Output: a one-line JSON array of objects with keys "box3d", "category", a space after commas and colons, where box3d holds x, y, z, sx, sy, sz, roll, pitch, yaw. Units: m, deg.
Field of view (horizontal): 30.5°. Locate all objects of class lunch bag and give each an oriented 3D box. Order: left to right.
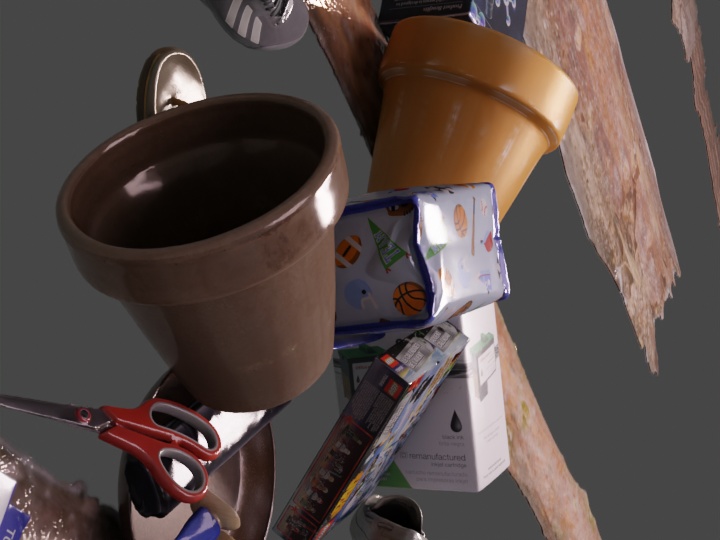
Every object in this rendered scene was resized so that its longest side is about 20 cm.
[{"box3d": [0.000, 0.000, 1.090, 0.170, 0.198, 0.125, -10, 92, -63], "category": "lunch bag"}]

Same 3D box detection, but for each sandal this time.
[{"box3d": [-0.122, -0.071, 1.012, 0.080, 0.054, 0.202, -26, 112, -61], "category": "sandal"}]

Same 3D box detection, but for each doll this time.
[{"box3d": [-0.157, 0.243, 0.887, 0.200, 0.048, 0.137, -45, 154, -36], "category": "doll"}]

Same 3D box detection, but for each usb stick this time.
[{"box3d": [-0.109, 0.117, 0.986, 0.200, 0.032, 0.056, -39, 114, -57], "category": "usb stick"}]

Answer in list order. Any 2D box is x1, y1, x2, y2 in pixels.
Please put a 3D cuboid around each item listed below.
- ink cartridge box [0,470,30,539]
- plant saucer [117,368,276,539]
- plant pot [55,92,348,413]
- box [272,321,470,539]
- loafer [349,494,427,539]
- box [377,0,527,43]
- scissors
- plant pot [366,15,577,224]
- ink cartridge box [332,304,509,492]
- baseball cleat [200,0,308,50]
[{"box3d": [-0.263, 0.190, 0.736, 0.200, 0.040, 0.201, 52, 44, -49], "category": "ink cartridge box"}, {"box3d": [-0.128, 0.162, 1.015, 0.200, 0.032, 0.202, 10, 79, -63], "category": "plant saucer"}, {"box3d": [-0.089, -0.001, 0.922, 0.201, 0.199, 0.176, -60, 143, -46], "category": "plant pot"}, {"box3d": [0.010, 0.142, 1.155, 0.201, 0.040, 0.137, -60, 165, 25], "category": "box"}, {"box3d": [0.032, 0.238, 1.206, 0.200, 0.069, 0.070, -128, -118, -81], "category": "loafer"}, {"box3d": [0.108, -0.314, 1.423, 0.148, 0.106, 0.202, 43, 52, -55], "category": "box"}, {"box3d": [-0.176, 0.096, 0.880, 0.199, 0.014, 0.074, 30, 41, -28], "category": "scissors"}, {"box3d": [0.092, -0.123, 1.316, 0.200, 0.199, 0.185, 36, 73, -57], "category": "plant pot"}, {"box3d": [0.053, 0.097, 1.250, 0.084, 0.145, 0.202, -24, 109, -60], "category": "ink cartridge box"}, {"box3d": [-0.081, -0.222, 1.047, 0.200, 0.106, 0.070, 20, 84, -56], "category": "baseball cleat"}]
